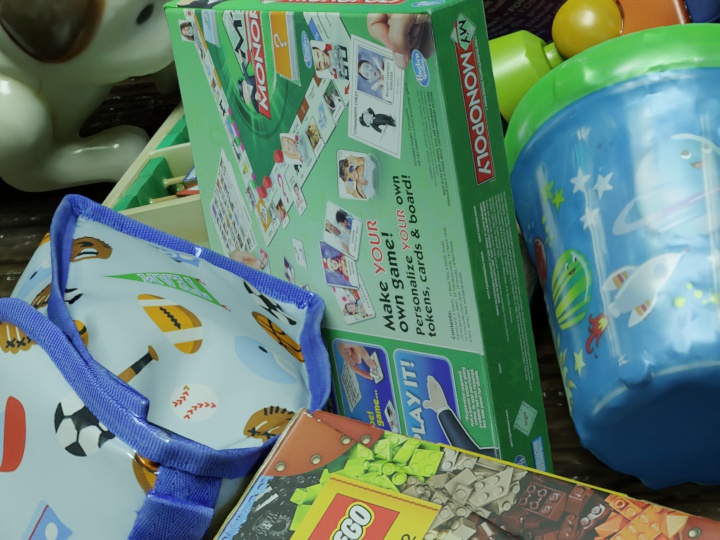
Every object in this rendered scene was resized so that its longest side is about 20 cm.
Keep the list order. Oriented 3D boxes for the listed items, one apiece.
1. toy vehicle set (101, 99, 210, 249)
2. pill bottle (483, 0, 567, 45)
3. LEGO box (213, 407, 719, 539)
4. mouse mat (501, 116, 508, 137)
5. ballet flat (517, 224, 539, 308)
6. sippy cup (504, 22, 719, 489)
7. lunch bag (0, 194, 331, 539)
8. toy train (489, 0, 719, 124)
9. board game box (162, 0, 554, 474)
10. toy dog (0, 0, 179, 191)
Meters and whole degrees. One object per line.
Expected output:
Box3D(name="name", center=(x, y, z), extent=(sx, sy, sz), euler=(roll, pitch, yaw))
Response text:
Box3D(name="toy vehicle set", center=(-0.026, -0.062, 0.913), extent=(0.124, 0.027, 0.200), euler=(-12, 23, 19))
Box3D(name="pill bottle", center=(0.041, -0.152, 0.878), extent=(0.112, 0.199, 0.113), euler=(-8, 78, 43))
Box3D(name="LEGO box", center=(0.056, 0.143, 0.616), extent=(0.148, 0.200, 0.077), euler=(13, 55, 34))
Box3D(name="mouse mat", center=(0.098, -0.069, 0.936), extent=(0.199, 0.008, 0.162), euler=(-8, 46, 17))
Box3D(name="ballet flat", center=(-0.024, 0.017, 0.871), extent=(0.199, 0.068, 0.068), euler=(-12, 52, 17))
Box3D(name="sippy cup", center=(0.122, 0.003, 0.778), extent=(0.178, 0.139, 0.131), euler=(-32, 46, 39))
Box3D(name="lunch bag", center=(-0.087, 0.087, 0.684), extent=(0.200, 0.123, 0.171), euler=(-105, 37, -71))
Box3D(name="toy train", center=(0.094, -0.092, 0.818), extent=(0.115, 0.200, 0.085), euler=(-23, 66, 15))
Box3D(name="board game box", center=(0.000, 0.000, 0.769), extent=(0.134, 0.201, 0.029), euler=(9, 25, 44))
Box3D(name="toy dog", center=(-0.153, -0.122, 0.954), extent=(0.199, 0.194, 0.140), euler=(-14, 32, 43))
